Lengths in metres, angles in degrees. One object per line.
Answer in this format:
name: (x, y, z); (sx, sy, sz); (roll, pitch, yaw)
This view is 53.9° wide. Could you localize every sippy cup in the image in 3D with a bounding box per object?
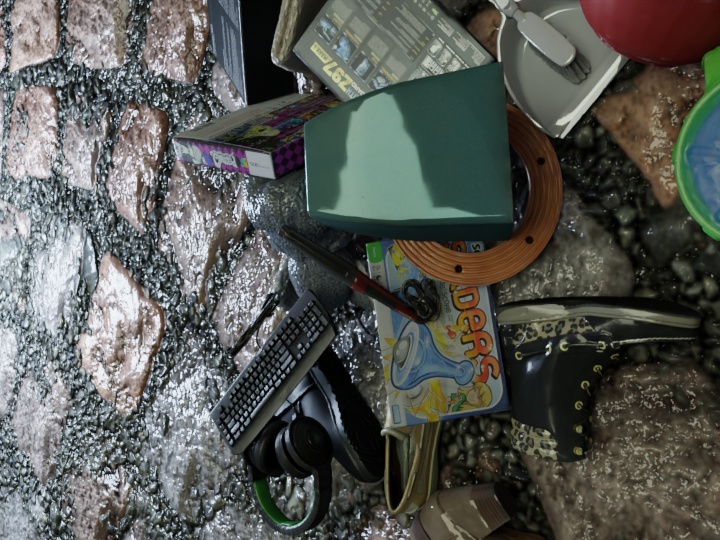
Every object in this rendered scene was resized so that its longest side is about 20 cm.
sippy cup: (0.334, -0.089, 0.574); (0.137, 0.129, 0.184); (14, 102, 32)

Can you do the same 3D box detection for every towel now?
towel: (-0.054, -0.347, 0.885); (0.034, 0.132, 0.206); (20, 101, 19)

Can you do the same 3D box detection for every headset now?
headset: (-0.079, 0.206, 0.850); (0.121, 0.093, 0.207); (-8, 86, 39)

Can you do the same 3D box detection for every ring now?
ring: (0.119, -0.085, 0.770); (0.194, 0.019, 0.207); (-1, 86, 9)

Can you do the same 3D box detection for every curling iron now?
curling iron: (0.000, 0.000, 0.767); (0.196, 0.026, 0.051); (26, 94, 3)

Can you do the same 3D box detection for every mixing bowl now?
mixing bowl: (0.267, -0.252, 0.618); (0.200, 0.197, 0.110); (46, 142, 28)

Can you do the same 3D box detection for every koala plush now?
koala plush: (-0.054, -0.037, 0.870); (0.172, 0.185, 0.205); (-1, 117, 16)

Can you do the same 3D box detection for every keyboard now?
keyboard: (-0.116, 0.104, 0.842); (0.201, 0.020, 0.127); (-51, 49, 10)

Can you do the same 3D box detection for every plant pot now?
plant pot: (0.048, -0.101, 0.703); (0.194, 0.141, 0.146); (-4, 85, 10)

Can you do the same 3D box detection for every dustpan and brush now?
dustpan and brush: (0.178, -0.257, 0.744); (0.140, 0.057, 0.201); (-51, 59, 21)

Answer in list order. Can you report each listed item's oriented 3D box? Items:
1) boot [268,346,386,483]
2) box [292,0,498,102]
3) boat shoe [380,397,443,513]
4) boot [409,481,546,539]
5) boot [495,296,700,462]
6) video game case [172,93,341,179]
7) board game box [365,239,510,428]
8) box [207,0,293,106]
boot: (-0.063, 0.220, 0.915); (0.169, 0.075, 0.202); (-47, 57, 24)
box: (0.039, -0.247, 0.818); (0.200, 0.051, 0.158); (46, 110, 8)
boat shoe: (0.056, 0.180, 0.825); (0.070, 0.075, 0.207); (-5, 86, 38)
boot: (0.139, 0.331, 0.772); (0.146, 0.069, 0.203); (-45, 63, 35)
boot: (0.230, 0.107, 0.698); (0.199, 0.073, 0.159); (-2, 93, 38)
video game case: (-0.104, -0.175, 0.885); (0.178, 0.199, 0.037); (14, 125, 36)
board game box: (0.084, 0.062, 0.790); (0.131, 0.034, 0.207); (-9, 83, 2)
box: (-0.146, -0.346, 0.920); (0.142, 0.077, 0.203); (53, 153, 35)
